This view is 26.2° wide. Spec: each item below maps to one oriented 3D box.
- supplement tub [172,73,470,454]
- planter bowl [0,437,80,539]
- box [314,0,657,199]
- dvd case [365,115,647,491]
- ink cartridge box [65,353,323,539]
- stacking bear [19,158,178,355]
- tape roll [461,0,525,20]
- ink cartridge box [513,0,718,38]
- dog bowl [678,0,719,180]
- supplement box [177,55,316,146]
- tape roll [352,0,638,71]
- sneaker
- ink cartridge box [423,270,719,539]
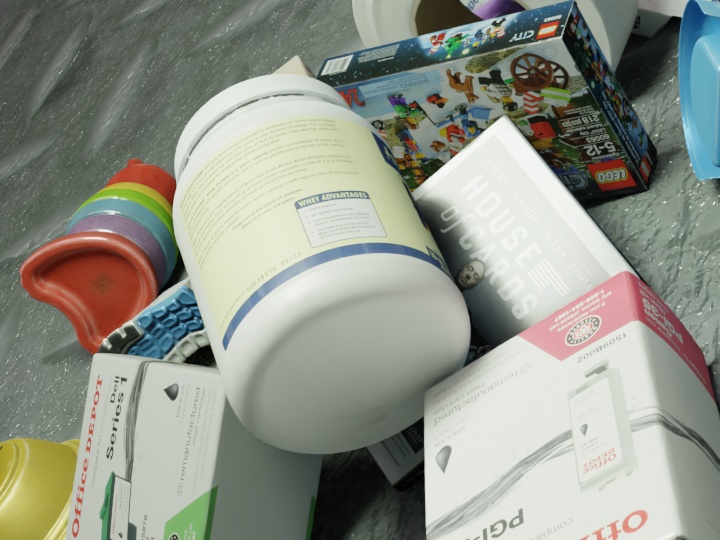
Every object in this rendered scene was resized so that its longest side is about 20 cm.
[{"bbox_3d":[-0.031,-0.008,0.921,0.145,0.145,0.201,-37,46,14],"label":"supplement tub"},{"bbox_3d":[-0.277,0.196,1.229,0.200,0.083,0.201,-33,29,21],"label":"planter bowl"},{"bbox_3d":[0.082,-0.100,1.045,0.199,0.137,0.038,-8,44,36],"label":"box"},{"bbox_3d":[0.060,0.019,0.980,0.200,0.025,0.151,-41,62,9],"label":"dvd case"},{"bbox_3d":[-0.113,0.136,1.019,0.199,0.084,0.147,2,82,56],"label":"ink cartridge box"},{"bbox_3d":[-0.221,-0.033,1.458,0.113,0.122,0.200,-34,21,24],"label":"stacking bear"},{"bbox_3d":[0.124,-0.234,1.295,0.199,0.066,0.201,-33,29,21],"label":"tape roll"},{"bbox_3d":[0.181,-0.236,1.166,0.199,0.039,0.100,19,65,19],"label":"ink cartridge box"},{"bbox_3d":[0.228,-0.084,0.890,0.049,0.112,0.201,-5,33,1],"label":"dog bowl"},{"bbox_3d":[-0.053,-0.051,1.159,0.126,0.074,0.201,-36,43,11],"label":"supplement box"},{"bbox_3d":[0.096,-0.191,1.122,0.202,0.202,0.071,-15,39,45],"label":"tape roll"},{"bbox_3d":[-0.126,0.027,1.276,0.199,0.075,0.087,-26,15,22],"label":"sneaker"},{"bbox_3d":[0.112,0.117,0.789,0.146,0.083,0.201,-33,29,22],"label":"ink cartridge box"}]
